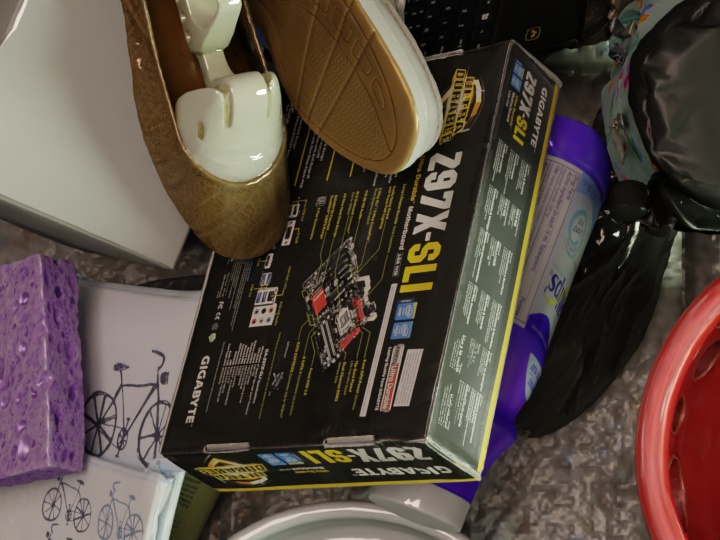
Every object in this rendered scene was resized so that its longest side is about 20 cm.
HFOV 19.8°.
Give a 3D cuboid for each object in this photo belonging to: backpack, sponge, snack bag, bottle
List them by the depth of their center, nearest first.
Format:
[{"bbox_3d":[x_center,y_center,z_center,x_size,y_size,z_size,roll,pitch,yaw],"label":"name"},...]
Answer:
[{"bbox_3d":[0.183,-0.078,0.934,0.166,0.200,0.127,-3,90,-2],"label":"backpack"},{"bbox_3d":[0.060,0.024,0.980,0.065,0.084,0.200,18,76,14],"label":"bottle"},{"bbox_3d":[-0.143,0.097,1.057,0.188,0.021,0.201,6,80,53],"label":"snack bag"},{"bbox_3d":[-0.225,0.066,1.096,0.200,0.030,0.112,-15,73,37],"label":"sponge"}]

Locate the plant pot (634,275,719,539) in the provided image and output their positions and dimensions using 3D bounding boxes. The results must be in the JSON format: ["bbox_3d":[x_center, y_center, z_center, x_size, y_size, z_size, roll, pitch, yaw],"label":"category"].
[{"bbox_3d":[0.233,0.090,0.931,0.200,0.182,0.201,-2,80,15],"label":"plant pot"}]

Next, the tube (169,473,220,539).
[{"bbox_3d":[-0.098,0.102,1.068,0.200,0.052,0.058,-61,31,22],"label":"tube"}]

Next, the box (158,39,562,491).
[{"bbox_3d":[0.000,0.000,0.950,0.159,0.049,0.200,-7,59,37],"label":"box"}]

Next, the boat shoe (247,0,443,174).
[{"bbox_3d":[-0.008,-0.123,0.954,0.200,0.069,0.071,55,134,33],"label":"boat shoe"}]

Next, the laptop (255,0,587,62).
[{"bbox_3d":[0.015,-0.188,1.048,0.200,0.103,0.178,-10,48,30],"label":"laptop"}]

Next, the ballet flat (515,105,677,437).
[{"bbox_3d":[0.121,-0.006,1.057,0.057,0.066,0.200,19,81,57],"label":"ballet flat"}]

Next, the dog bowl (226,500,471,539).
[{"bbox_3d":[-0.005,0.214,1.006,0.200,0.079,0.201,0,81,2],"label":"dog bowl"}]

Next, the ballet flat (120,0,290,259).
[{"bbox_3d":[-0.068,-0.103,0.923,0.068,0.072,0.201,-14,93,-25],"label":"ballet flat"}]

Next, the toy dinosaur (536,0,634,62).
[{"bbox_3d":[0.124,-0.161,1.063,0.102,0.077,0.200,33,81,35],"label":"toy dinosaur"}]

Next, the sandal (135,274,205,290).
[{"bbox_3d":[-0.037,0.029,1.093,0.200,0.043,0.076,0,70,20],"label":"sandal"}]

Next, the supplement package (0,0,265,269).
[{"bbox_3d":[-0.148,-0.080,1.042,0.120,0.200,0.122,24,85,-19],"label":"supplement package"}]
